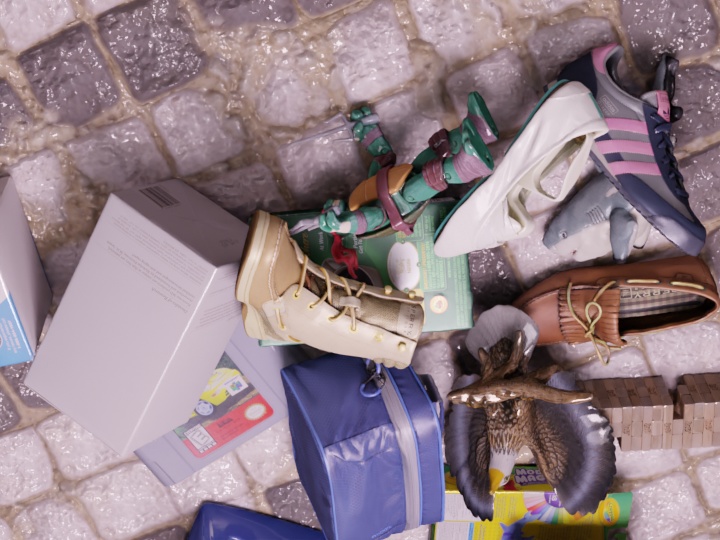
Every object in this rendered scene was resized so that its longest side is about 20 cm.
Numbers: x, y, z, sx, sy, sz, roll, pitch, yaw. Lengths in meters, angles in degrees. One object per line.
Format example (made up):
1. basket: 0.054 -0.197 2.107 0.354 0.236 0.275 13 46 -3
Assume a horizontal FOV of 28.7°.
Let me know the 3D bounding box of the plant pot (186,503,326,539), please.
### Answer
1. plant pot: -0.099 0.382 1.417 0.199 0.180 0.201 17 115 -11

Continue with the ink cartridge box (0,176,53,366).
1. ink cartridge box: -0.393 0.017 1.239 0.199 0.125 0.129 -13 118 3

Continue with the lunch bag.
1. lunch bag: 0.011 0.154 1.307 0.132 0.136 0.201 -18 137 -13

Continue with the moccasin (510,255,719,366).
1. moccasin: 0.233 0.040 1.311 0.200 0.078 0.074 -6 121 2

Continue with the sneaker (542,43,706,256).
1. sneaker: 0.242 -0.107 1.192 0.082 0.070 0.200 -41 74 16

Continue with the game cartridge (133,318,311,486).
1. game cartridge: -0.150 0.114 1.355 0.199 0.041 0.133 -33 111 13

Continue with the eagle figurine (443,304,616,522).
1. eagle figurine: 0.144 0.148 1.307 0.151 0.152 0.200 -43 147 -9

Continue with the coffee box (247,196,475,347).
1. coffee box: 0.000 0.000 1.282 0.199 0.044 0.124 -6 100 -1

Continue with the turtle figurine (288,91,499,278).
1. turtle figurine: 0.020 -0.078 1.205 0.199 0.150 0.101 -24 131 21

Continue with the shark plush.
1. shark plush: 0.233 -0.093 1.253 0.083 0.091 0.201 27 122 17

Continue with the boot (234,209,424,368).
1. boot: -0.022 0.021 1.161 0.155 0.073 0.200 14 156 6

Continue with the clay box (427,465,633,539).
1. clay box: 0.172 0.259 1.441 0.199 0.048 0.115 1 119 -5

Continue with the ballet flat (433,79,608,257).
1. ballet flat: 0.136 -0.069 1.192 0.069 0.070 0.200 30 116 -17

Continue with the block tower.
1. block tower: 0.311 0.139 1.383 0.199 0.054 0.058 -4 119 0

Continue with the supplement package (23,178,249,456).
1. supplement package: -0.185 0.039 1.237 0.119 0.121 0.201 33 110 13
